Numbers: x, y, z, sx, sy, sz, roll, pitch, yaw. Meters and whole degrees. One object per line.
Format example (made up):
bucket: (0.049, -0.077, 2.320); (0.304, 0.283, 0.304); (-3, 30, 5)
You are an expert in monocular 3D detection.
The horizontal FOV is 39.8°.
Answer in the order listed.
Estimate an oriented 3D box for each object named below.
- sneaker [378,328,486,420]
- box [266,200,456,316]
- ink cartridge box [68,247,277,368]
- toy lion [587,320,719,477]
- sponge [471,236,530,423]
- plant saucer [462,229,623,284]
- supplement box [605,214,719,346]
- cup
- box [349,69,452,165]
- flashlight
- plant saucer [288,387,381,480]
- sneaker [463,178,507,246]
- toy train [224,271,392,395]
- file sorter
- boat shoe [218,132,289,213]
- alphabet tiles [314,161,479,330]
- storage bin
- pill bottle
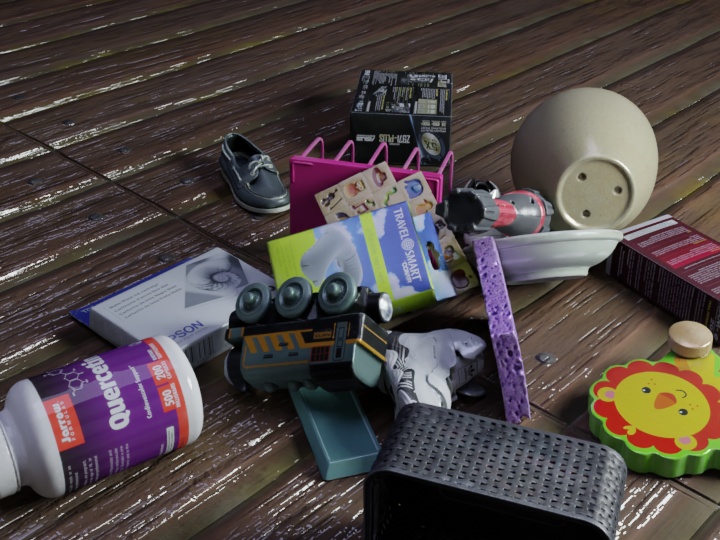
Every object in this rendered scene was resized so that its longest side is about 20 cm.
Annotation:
sneaker: (0.083, 0.119, 1.024); (0.113, 0.076, 0.201); (-8, 28, -9)
box: (0.000, 0.000, 1.152); (0.197, 0.048, 0.123); (-17, 64, 3)
ink cartridge box: (-0.216, 0.037, 1.193); (0.199, 0.041, 0.199); (25, 38, 35)
toy lion: (0.340, 0.145, 1.010); (0.199, 0.069, 0.191); (26, 46, 35)
sponge: (0.154, 0.060, 1.089); (0.029, 0.113, 0.201); (-11, 30, 8)
plant saucer: (0.224, -0.013, 1.226); (0.197, 0.051, 0.200); (-5, -5, 0)
supplement box: (0.412, 0.007, 1.234); (0.108, 0.062, 0.200); (-17, 34, -25)
cup: (0.298, -0.121, 1.296); (0.197, 0.203, 0.144); (3, 24, 4)
box: (0.070, -0.256, 1.644); (0.161, 0.087, 0.201); (3, 31, 4)
flashlight: (0.167, -0.067, 1.180); (0.068, 0.068, 0.199); (52, 23, 18)
plant saucer: (-0.032, 0.142, 1.043); (0.069, 0.019, 0.201); (-9, 33, -14)
sneaker: (0.166, -0.090, 1.351); (0.072, 0.081, 0.200); (-4, 14, -2)
toy train: (-0.059, 0.071, 1.041); (0.197, 0.085, 0.116); (-7, 61, 28)
file sorter: (0.018, -0.092, 1.322); (0.197, 0.141, 0.126); (8, 28, 13)
boat shoe: (-0.161, -0.145, 1.479); (0.072, 0.063, 0.200); (-14, 33, -23)
alphabet tiles: (0.026, -0.030, 1.191); (0.165, 0.008, 0.202); (-25, 66, -1)
storage bin: (0.109, 0.206, 0.819); (0.197, 0.137, 0.094); (11, 32, 18)
pill bottle: (-0.257, 0.142, 0.944); (0.198, 0.114, 0.112); (-19, 35, -29)
